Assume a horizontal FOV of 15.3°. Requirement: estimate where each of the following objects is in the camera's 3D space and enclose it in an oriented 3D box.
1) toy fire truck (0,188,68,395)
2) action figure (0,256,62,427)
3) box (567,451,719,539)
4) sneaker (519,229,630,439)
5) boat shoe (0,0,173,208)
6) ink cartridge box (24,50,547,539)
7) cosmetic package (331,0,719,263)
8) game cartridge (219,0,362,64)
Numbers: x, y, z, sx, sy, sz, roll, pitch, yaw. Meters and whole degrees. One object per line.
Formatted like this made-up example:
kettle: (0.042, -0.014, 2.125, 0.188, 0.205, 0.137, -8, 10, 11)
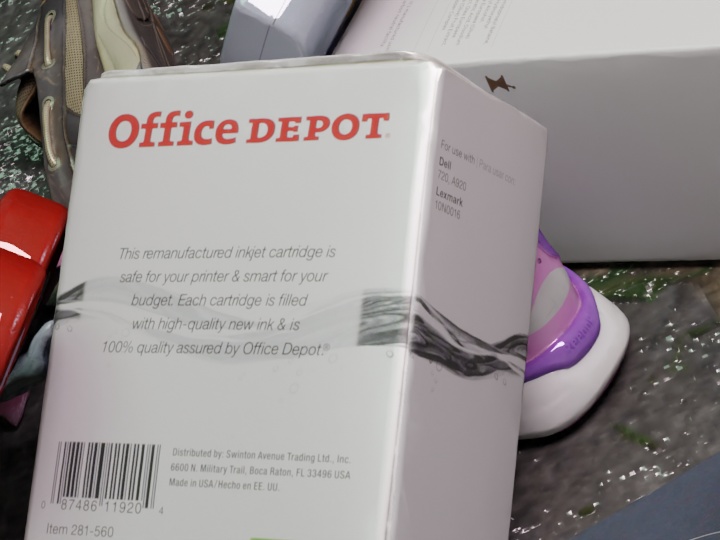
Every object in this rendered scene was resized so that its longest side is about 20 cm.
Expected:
toy fire truck: (-0.181, 0.046, 0.899, 0.200, 0.112, 0.168, -89, 20, -76)
action figure: (-0.209, -0.005, 1.071, 0.200, 0.134, 0.149, 22, 75, 1)
box: (0.095, 0.151, 0.624, 0.196, 0.124, 0.200, -28, 24, -7)
sneaker: (0.000, 0.000, 0.983, 0.200, 0.089, 0.081, 6, 50, 39)
boat shoe: (-0.124, -0.090, 1.180, 0.073, 0.075, 0.200, -26, 36, 4)
ink cartridge box: (-0.025, 0.038, 0.883, 0.146, 0.084, 0.200, 0, 77, 33)
cosmetic package: (0.103, -0.067, 0.978, 0.200, 0.108, 0.085, -1, 44, 34)
game cartridge: (-0.014, -0.106, 1.039, 0.041, 0.200, 0.133, 22, 79, 2)
